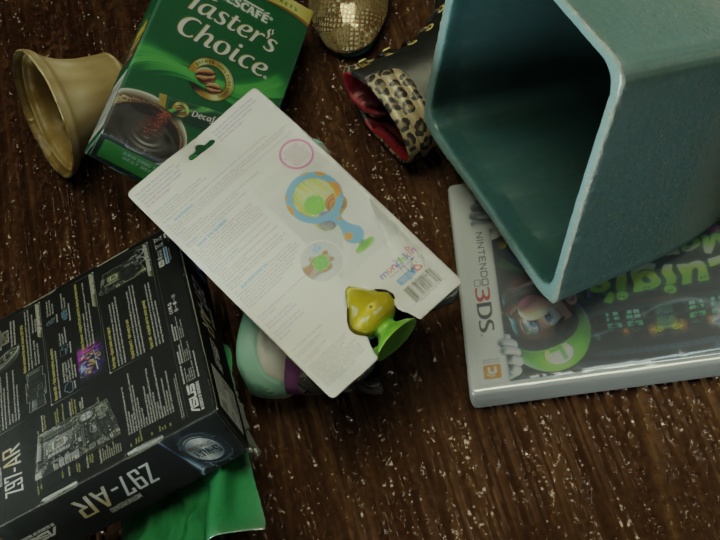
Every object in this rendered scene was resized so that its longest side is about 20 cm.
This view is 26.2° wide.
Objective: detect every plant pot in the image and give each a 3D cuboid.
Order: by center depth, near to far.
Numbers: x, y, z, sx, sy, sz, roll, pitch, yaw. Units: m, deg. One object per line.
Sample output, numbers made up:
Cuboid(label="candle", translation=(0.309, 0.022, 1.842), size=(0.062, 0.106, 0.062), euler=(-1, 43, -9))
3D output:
Cuboid(label="plant pot", translation=(0.183, -0.132, 1.027), size=(0.199, 0.197, 0.197), euler=(-14, 49, -22))

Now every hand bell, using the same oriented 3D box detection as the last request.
Cuboid(label="hand bell", translation=(-0.161, -0.156, 1.223), size=(0.199, 0.105, 0.104), euler=(-24, 51, -24))

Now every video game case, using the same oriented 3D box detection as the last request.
Cuboid(label="video game case", translation=(0.165, 0.001, 1.059), size=(0.199, 0.023, 0.183), euler=(-8, 52, 5))

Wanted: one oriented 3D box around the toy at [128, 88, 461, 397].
Cuboid(label="toy", translation=(-0.043, -0.014, 1.013), size=(0.115, 0.047, 0.200), euler=(-41, 67, -16))

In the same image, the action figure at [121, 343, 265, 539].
Cuboid(label="action figure", translation=(-0.108, 0.113, 1.003), size=(0.118, 0.055, 0.201), euler=(-23, 43, 17))

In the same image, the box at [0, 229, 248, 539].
Cuboid(label="box", translation=(-0.166, 0.075, 1.009), size=(0.160, 0.044, 0.200), euler=(-29, 38, 5))

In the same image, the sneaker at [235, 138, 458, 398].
Cuboid(label="sneaker", translation=(0.000, 0.000, 1.067), size=(0.139, 0.078, 0.201), euler=(3, 63, 12))

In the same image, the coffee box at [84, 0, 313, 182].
Cuboid(label="coffee box", translation=(-0.119, -0.145, 1.176), size=(0.123, 0.044, 0.201), euler=(28, 56, -15))

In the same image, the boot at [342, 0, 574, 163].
Cuboid(label="boot", translation=(0.055, -0.177, 1.188), size=(0.150, 0.073, 0.200), euler=(-29, 61, -11))

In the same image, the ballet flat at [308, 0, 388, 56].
Cuboid(label="ballet flat", translation=(-0.012, -0.266, 1.271), size=(0.070, 0.065, 0.201), euler=(-6, 53, 7))
